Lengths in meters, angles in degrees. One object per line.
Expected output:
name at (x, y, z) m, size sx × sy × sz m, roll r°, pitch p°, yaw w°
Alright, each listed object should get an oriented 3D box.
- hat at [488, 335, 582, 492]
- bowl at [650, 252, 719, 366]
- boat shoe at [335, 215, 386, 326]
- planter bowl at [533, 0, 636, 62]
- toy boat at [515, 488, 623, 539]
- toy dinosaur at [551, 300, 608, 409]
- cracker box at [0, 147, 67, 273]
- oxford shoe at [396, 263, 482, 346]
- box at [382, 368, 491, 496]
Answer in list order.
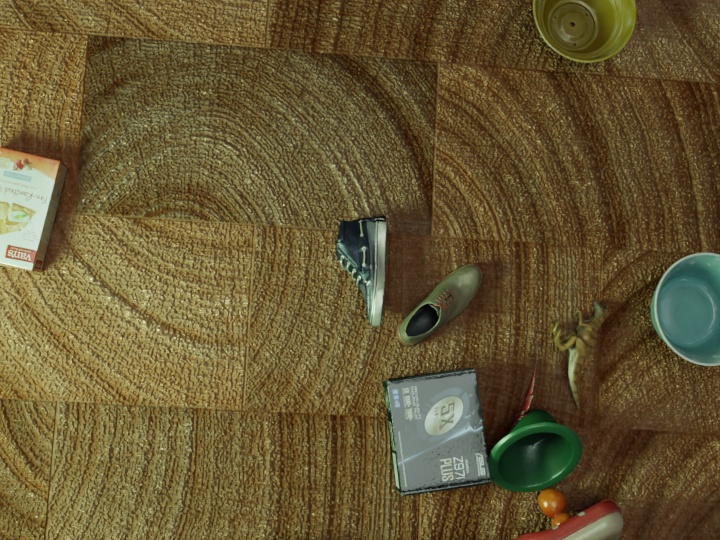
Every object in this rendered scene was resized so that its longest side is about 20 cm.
hat at (0.308, 0.275, 1.629) m, size 0.199 × 0.177 × 0.165 m, roll -39°, pitch 121°, yaw 20°
bowl at (0.616, 0.074, 1.634) m, size 0.198 × 0.105 × 0.204 m, roll 0°, pitch 83°, yaw -4°
boat shoe at (0.000, 0.000, 1.617) m, size 0.091 × 0.075 × 0.203 m, roll 2°, pitch 76°, yaw 2°
planter bowl at (0.413, -0.480, 1.689) m, size 0.197 × 0.083 × 0.204 m, roll 1°, pitch 84°, yaw -5°
toy boat at (0.358, 0.450, 1.579) m, size 0.198 × 0.131 × 0.131 m, roll -25°, pitch 57°, yaw -7°
toy dinosaur at (0.399, 0.142, 1.633) m, size 0.105 × 0.060 × 0.202 m, roll 24°, pitch 83°, yaw -3°
cracker box at (-0.615, -0.108, 1.580) m, size 0.132 × 0.058 × 0.203 m, roll 12°, pitch 84°, yaw -3°
oxford shoe at (0.151, 0.064, 1.613) m, size 0.070 × 0.075 × 0.200 m, roll 45°, pitch 82°, yaw 2°
box at (0.133, 0.285, 1.583) m, size 0.161 × 0.086 × 0.203 m, roll -6°, pitch 84°, yaw -6°
